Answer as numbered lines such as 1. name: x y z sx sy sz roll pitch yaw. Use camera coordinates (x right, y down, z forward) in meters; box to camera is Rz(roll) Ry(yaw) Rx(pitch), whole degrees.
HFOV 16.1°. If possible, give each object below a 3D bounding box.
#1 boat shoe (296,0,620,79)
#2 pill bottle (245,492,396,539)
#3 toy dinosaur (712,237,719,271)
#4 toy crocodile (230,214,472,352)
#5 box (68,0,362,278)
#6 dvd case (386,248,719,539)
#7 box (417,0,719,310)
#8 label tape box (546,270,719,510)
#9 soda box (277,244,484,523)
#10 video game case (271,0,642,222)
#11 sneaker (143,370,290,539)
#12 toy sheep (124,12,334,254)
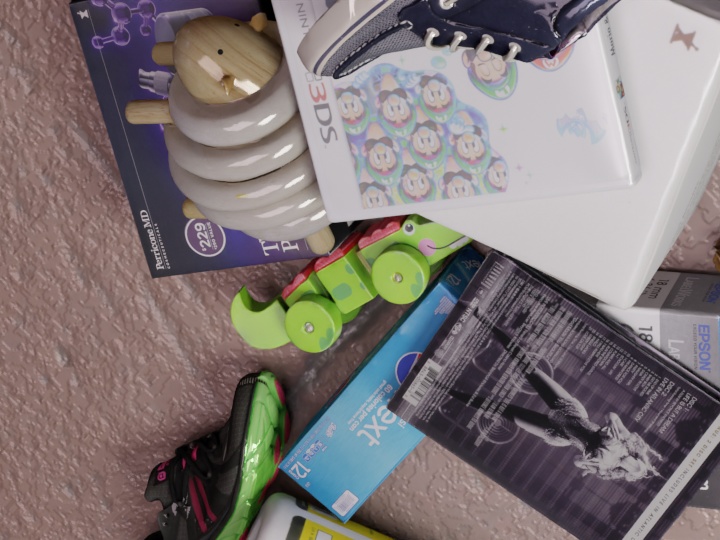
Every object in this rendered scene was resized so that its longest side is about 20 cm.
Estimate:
1. boat shoe: 0.059 -0.140 1.402 0.200 0.075 0.093 -35 86 31
2. pill bottle: 0.008 0.244 1.790 0.199 0.113 0.113 24 120 -4
3. toy dinosaur: 0.295 0.011 1.574 0.200 0.106 0.061 19 128 63
4. toy crocodile: 0.000 0.000 1.720 0.200 0.068 0.062 -29 99 30
5. box: -0.094 -0.106 1.706 0.141 0.079 0.201 -7 110 27
6. dvd case: 0.135 0.092 1.662 0.200 0.016 0.149 34 121 2
7. box: 0.129 -0.124 1.552 0.199 0.171 0.200 24 119 10
8. label tape box: 0.212 0.078 1.673 0.199 0.063 0.145 4 115 20
9. soda box: 0.030 0.078 1.742 0.064 0.068 0.200 40 121 -2
10. video game case: 0.050 -0.125 1.471 0.199 0.024 0.183 -6 108 26
11. sneaker: -0.110 0.154 1.828 0.084 0.077 0.200 27 119 4
12. toy sheep: -0.062 -0.083 1.592 0.137 0.138 0.200 -6 141 24
